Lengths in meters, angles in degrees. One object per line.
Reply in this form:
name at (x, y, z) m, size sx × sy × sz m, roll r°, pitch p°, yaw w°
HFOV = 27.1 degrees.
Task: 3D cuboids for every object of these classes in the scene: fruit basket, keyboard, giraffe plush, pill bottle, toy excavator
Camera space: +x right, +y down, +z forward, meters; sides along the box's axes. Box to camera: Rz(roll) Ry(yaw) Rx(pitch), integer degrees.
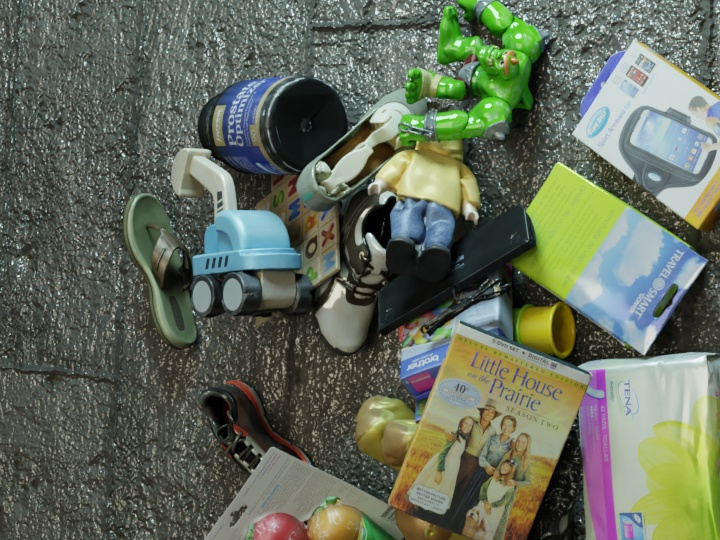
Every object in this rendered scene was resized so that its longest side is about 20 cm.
fruit basket at (-0.065, 0.302, 1.678) m, size 0.199 × 0.094 × 0.186 m, roll 30°, pitch 109°, yaw -15°
keyboard at (0.101, 0.014, 1.580) m, size 0.199 × 0.021 × 0.127 m, roll -32°, pitch 31°, yaw 23°
giraffe plush at (0.091, 0.230, 1.615) m, size 0.198 × 0.173 × 0.164 m, roll 2°, pitch 100°, yaw -2°
pill bottle at (-0.109, -0.167, 1.742) m, size 0.200 × 0.111 × 0.113 m, roll 6°, pitch 91°, yaw 57°
toy excavator at (-0.145, -0.046, 1.710) m, size 0.194 × 0.099 × 0.202 m, roll -5°, pitch 85°, yaw 50°

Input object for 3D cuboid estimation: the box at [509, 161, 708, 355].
box at (0.255, -0.011, 1.558) m, size 0.200 × 0.048 × 0.122 m, roll 37°, pitch 98°, yaw 29°

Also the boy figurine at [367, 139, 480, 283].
boy figurine at (0.070, -0.086, 1.624) m, size 0.123 × 0.065 × 0.201 m, roll 11°, pitch 50°, yaw 0°

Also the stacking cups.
stacking cups at (0.133, 0.070, 1.632) m, size 0.199 × 0.060 × 0.061 m, roll -5°, pitch 84°, yaw 33°

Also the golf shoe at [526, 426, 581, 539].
golf shoe at (0.188, 0.242, 1.562) m, size 0.077 × 0.094 × 0.202 m, roll 7°, pitch 97°, yaw 8°

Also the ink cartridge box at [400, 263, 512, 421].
ink cartridge box at (0.103, 0.059, 1.592) m, size 0.119 × 0.042 × 0.201 m, roll -20°, pitch 41°, yaw 23°

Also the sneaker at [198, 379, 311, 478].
sneaker at (-0.132, 0.217, 1.780) m, size 0.200 × 0.082 × 0.077 m, roll 49°, pitch 112°, yaw 25°

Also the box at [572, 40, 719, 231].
box at (0.312, -0.146, 1.542) m, size 0.200 × 0.041 × 0.119 m, roll 40°, pitch 108°, yaw 26°

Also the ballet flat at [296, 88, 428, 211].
ballet flat at (0.013, -0.137, 1.661) m, size 0.067 × 0.200 × 0.064 m, roll 50°, pitch 159°, yaw -6°

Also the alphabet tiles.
alphabet tiles at (-0.076, -0.056, 1.748) m, size 0.167 × 0.008 × 0.201 m, roll -35°, pitch 48°, yaw 45°

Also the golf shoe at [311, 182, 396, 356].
golf shoe at (0.000, 0.000, 1.688) m, size 0.094 × 0.077 × 0.202 m, roll 12°, pitch 96°, yaw 61°

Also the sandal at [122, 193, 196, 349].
sandal at (-0.236, -0.003, 1.866) m, size 0.057 × 0.080 × 0.202 m, roll -22°, pitch 85°, yaw 34°

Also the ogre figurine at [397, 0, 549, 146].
ogre figurine at (0.128, -0.217, 1.629) m, size 0.119 × 0.200 × 0.099 m, roll 17°, pitch 140°, yaw 21°

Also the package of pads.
package of pads at (0.302, 0.186, 1.511) m, size 0.154 × 0.068 × 0.202 m, roll -7°, pitch 84°, yaw 33°

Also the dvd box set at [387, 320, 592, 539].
dvd box set at (0.129, 0.169, 1.498) m, size 0.145 × 0.029 × 0.201 m, roll 22°, pitch 97°, yaw 1°
